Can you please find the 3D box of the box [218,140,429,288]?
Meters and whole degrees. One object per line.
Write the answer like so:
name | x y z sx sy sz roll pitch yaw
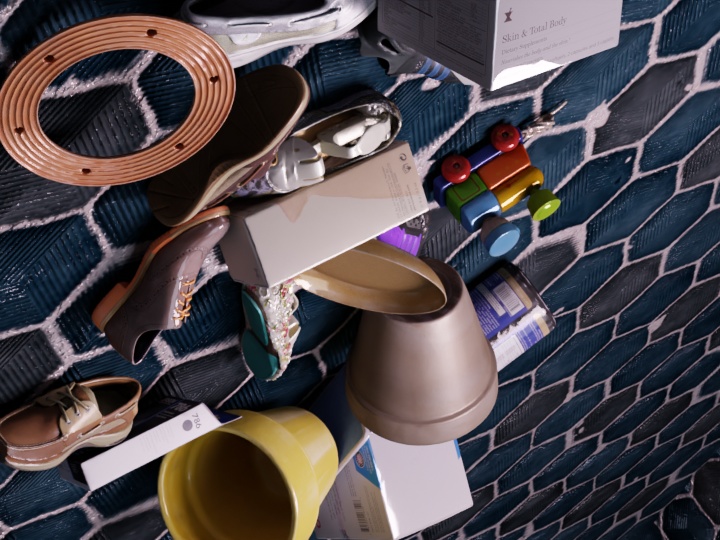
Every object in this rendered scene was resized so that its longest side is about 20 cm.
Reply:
box | -0.041 -0.059 1.624 0.199 0.079 0.095 -27 -162 -25

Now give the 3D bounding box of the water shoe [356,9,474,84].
water shoe | 0.055 -0.221 1.551 0.078 0.072 0.200 -15 166 21

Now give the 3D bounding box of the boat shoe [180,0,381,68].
boat shoe | -0.059 -0.230 1.340 0.200 0.075 0.065 -22 158 -16

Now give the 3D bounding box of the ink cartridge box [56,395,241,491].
ink cartridge box | -0.242 0.186 1.824 0.199 0.040 0.099 -24 -168 -28

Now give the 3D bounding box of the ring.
ring | -0.199 -0.140 1.309 0.198 0.019 0.201 -14 146 -10

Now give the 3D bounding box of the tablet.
tablet | -0.054 0.234 2.138 0.014 0.131 0.201 17 126 -30

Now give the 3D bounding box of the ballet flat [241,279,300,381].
ballet flat | -0.097 0.062 1.825 0.064 0.076 0.201 -36 160 -20

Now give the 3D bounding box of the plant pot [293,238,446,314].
plant pot | 0.000 0.000 1.758 0.200 0.198 0.028 60 41 -66

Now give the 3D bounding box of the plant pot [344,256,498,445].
plant pot | 0.073 0.086 1.991 0.199 0.200 0.175 -28 139 -21

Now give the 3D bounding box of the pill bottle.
pill bottle | 0.157 0.090 2.184 0.199 0.112 0.112 -36 157 -2

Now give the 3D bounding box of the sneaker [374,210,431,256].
sneaker | 0.032 -0.053 1.812 0.099 0.070 0.200 -42 160 -8

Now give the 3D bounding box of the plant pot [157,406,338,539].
plant pot | -0.124 0.260 2.018 0.201 0.201 0.189 -49 169 26

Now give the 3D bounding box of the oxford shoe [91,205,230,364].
oxford shoe | -0.183 0.014 1.588 0.200 0.073 0.071 -45 164 30

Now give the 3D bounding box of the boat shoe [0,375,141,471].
boat shoe | -0.308 0.150 1.694 0.199 0.076 0.074 -16 145 -56

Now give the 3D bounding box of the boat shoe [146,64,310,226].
boat shoe | -0.112 -0.116 1.486 0.200 0.072 0.072 -45 164 25

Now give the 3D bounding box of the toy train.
toy train | 0.193 -0.109 1.863 0.199 0.116 0.085 -32 157 -11

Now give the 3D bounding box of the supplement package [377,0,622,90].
supplement package | 0.117 -0.282 1.313 0.151 0.150 0.202 -22 128 -32

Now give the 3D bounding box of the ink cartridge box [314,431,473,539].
ink cartridge box | 0.025 0.273 2.189 0.144 0.149 0.199 -18 -176 -35

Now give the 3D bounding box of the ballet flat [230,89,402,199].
ballet flat | -0.041 -0.120 1.567 0.199 0.072 0.072 -28 155 -24
